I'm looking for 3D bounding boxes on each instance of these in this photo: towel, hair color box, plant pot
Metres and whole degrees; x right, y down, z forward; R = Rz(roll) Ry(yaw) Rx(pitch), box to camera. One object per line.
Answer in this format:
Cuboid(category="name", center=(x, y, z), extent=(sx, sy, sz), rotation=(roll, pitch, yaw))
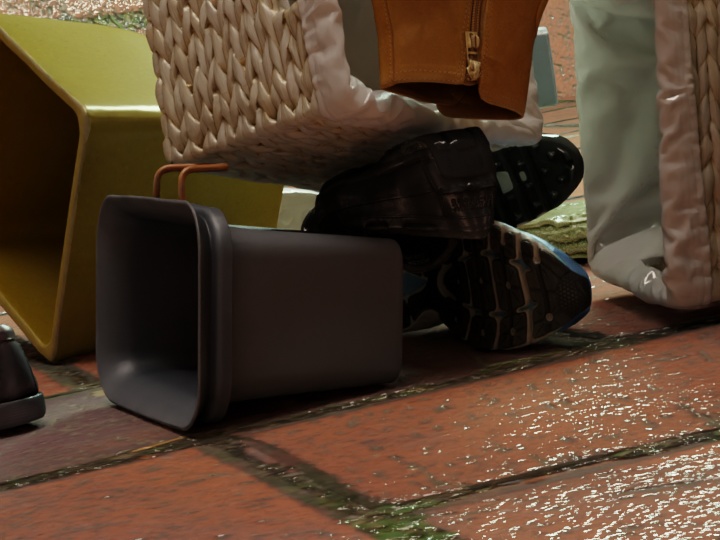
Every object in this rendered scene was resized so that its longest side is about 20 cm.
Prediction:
Cuboid(category="towel", center=(0.133, -0.027, 1.674), extent=(0.199, 0.037, 0.148), rotation=(-7, 6, 20))
Cuboid(category="hair color box", center=(0.110, -0.162, 1.787), extent=(0.098, 0.061, 0.200), rotation=(-9, 6, 5))
Cuboid(category="plant pot", center=(-0.167, -0.069, 1.613), extent=(0.199, 0.195, 0.195), rotation=(-5, 30, -33))

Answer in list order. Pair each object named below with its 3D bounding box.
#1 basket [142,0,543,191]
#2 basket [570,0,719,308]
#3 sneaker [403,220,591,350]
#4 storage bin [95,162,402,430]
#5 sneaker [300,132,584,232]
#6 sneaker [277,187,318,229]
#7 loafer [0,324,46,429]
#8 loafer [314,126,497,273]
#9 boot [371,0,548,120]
Cuboid(category="basket", center=(-0.018, -0.158, 1.320), extent=(0.160, 0.200, 0.199), rotation=(-19, -15, 36))
Cuboid(category="basket", center=(0.232, -0.089, 1.350), extent=(0.160, 0.202, 0.198), rotation=(-4, 6, -8))
Cuboid(category="sneaker", center=(0.086, 0.002, 1.344), extent=(0.089, 0.079, 0.200), rotation=(-6, 7, -28))
Cuboid(category="storage bin", center=(-0.065, 0.011, 1.271), extent=(0.133, 0.147, 0.200), rotation=(-1, 3, -24))
Cuboid(category="sneaker", center=(0.059, -0.055, 1.443), extent=(0.199, 0.067, 0.090), rotation=(-18, 11, 25))
Cuboid(category="sneaker", center=(-0.129, -0.025, 1.792), extent=(0.199, 0.081, 0.146), rotation=(-20, 17, -26))
Cuboid(category="loafer", center=(-0.263, 0.063, 1.348), extent=(0.072, 0.063, 0.199), rotation=(-15, 9, -41))
Cuboid(category="loafer", center=(0.024, -0.032, 1.288), extent=(0.068, 0.071, 0.200), rotation=(-9, -5, -23))
Cuboid(category="boot", center=(0.090, -0.158, 1.251), extent=(0.200, 0.145, 0.071), rotation=(-1, -8, -30))
